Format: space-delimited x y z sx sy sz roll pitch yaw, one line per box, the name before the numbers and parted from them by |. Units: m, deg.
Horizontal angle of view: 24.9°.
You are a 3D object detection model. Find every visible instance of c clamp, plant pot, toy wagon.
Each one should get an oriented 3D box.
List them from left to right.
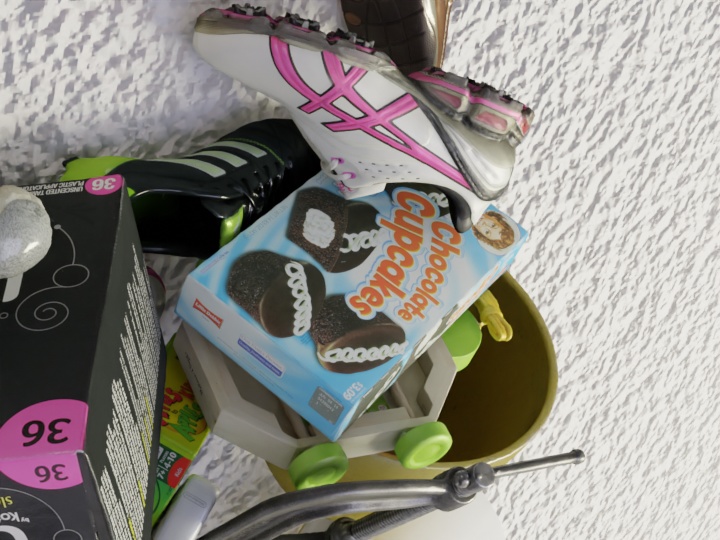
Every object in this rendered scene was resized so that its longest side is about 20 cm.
toy wagon | -0.004 0.048 0.944 0.200 0.155 0.040 -7 143 -31
c clamp | 0.002 0.141 0.923 0.171 0.027 0.200 1 160 -35
plant pot | 0.008 0.082 1.047 0.200 0.200 0.142 -18 149 -35

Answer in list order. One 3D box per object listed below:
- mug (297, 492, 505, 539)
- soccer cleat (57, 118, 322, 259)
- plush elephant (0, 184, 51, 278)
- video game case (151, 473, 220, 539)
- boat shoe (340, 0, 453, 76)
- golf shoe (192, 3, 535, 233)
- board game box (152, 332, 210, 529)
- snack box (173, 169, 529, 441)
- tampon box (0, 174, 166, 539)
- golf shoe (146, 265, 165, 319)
mug | 0.000 0.232 1.119 0.187 0.149 0.153 -59 169 23
soccer cleat | -0.081 -0.041 0.936 0.200 0.081 0.068 -15 127 -39
plush elephant | -0.251 -0.066 0.713 0.165 0.200 0.155 -15 104 -38
video game case | -0.145 0.211 0.969 0.182 0.023 0.200 -61 -177 -15
boat shoe | 0.034 -0.190 0.948 0.072 0.076 0.200 -36 143 -30
golf shoe | -0.005 -0.087 0.919 0.200 0.073 0.092 21 99 -9
board game box | -0.145 0.143 0.961 0.200 0.048 0.102 -59 -178 26
snack box | 0.000 0.000 0.935 0.200 0.116 0.037 -42 165 -45
tampon box | -0.182 0.068 0.791 0.150 0.200 0.126 -7 128 3
golf shoe | -0.172 0.086 0.935 0.200 0.091 0.075 -50 138 -6
